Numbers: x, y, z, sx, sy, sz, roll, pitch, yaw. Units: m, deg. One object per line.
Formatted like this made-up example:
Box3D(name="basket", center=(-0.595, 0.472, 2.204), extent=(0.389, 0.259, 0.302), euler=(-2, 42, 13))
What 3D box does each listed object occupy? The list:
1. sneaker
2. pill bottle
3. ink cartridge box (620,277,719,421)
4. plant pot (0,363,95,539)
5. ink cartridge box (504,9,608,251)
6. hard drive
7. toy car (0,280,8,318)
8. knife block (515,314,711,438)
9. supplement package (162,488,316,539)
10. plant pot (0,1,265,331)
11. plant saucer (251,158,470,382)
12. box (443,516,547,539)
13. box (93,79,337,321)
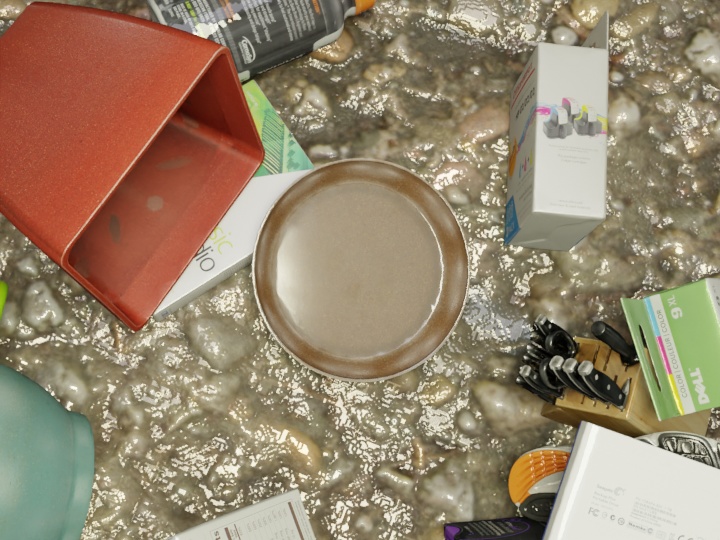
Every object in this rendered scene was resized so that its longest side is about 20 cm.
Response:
Box3D(name="sneaker", center=(0.231, 0.169, 0.824), extent=(0.200, 0.092, 0.076), euler=(-4, 87, 24))
Box3D(name="pill bottle", center=(-0.087, -0.243, 0.914), extent=(0.200, 0.106, 0.106), euler=(-24, 80, -9))
Box3D(name="ink cartridge box", center=(0.295, 0.063, 0.833), extent=(0.059, 0.200, 0.104), euler=(-20, 77, 32))
Box3D(name="plant pot", center=(-0.292, 0.166, 0.776), extent=(0.134, 0.200, 0.201), euler=(13, 75, -29))
Box3D(name="ink cartridge box", center=(0.180, -0.130, 0.905), extent=(0.068, 0.115, 0.200), euler=(6, 76, -4))
Box3D(name="hard drive", center=(0.197, 0.230, 0.735), extent=(0.132, 0.025, 0.200), euler=(20, 85, -3))
Box3D(name="toy car", center=(-0.379, -0.029, 0.831), extent=(0.164, 0.158, 0.200), euler=(15, 58, -21))
Box3D(name="knife block", center=(0.226, 0.101, 0.825), extent=(0.200, 0.176, 0.064), euler=(20, 77, 0))
Box3D(name="supplement package", center=(-0.115, 0.274, 0.734), extent=(0.111, 0.200, 0.156), euler=(-12, 75, -42))
Box3D(name="plant pot", center=(-0.218, -0.098, 0.800), extent=(0.176, 0.200, 0.200), euler=(30, 76, 13))
Box3D(name="plant saucer", center=(0.000, 0.000, 0.887), extent=(0.200, 0.032, 0.201), euler=(1, 88, -13))
Box3D(name="box", center=(0.178, 0.262, 0.807), extent=(0.200, 0.122, 0.106), euler=(-4, 87, -5))
Box3D(name="box", center=(-0.142, -0.067, 0.906), extent=(0.200, 0.036, 0.144), euler=(-33, 82, -12))
